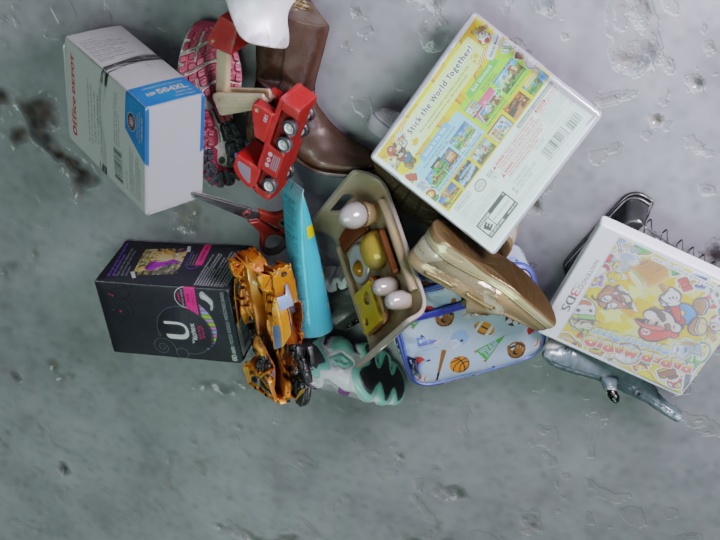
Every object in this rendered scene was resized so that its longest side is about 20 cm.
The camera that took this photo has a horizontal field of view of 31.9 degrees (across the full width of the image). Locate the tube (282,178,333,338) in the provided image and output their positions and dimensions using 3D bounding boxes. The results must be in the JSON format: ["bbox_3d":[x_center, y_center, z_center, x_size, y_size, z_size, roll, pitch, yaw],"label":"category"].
[{"bbox_3d":[-0.072,-0.016,1.580,0.077,0.050,0.203,32,135,57],"label":"tube"}]

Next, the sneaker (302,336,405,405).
[{"bbox_3d":[-0.045,0.140,1.739,0.198,0.079,0.140,28,151,-20],"label":"sneaker"}]

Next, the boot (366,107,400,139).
[{"bbox_3d":[0.111,-0.170,1.470,0.198,0.074,0.097,23,113,2],"label":"boot"}]

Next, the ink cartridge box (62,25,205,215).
[{"bbox_3d":[-0.273,-0.185,1.514,0.200,0.084,0.148,42,139,37],"label":"ink cartridge box"}]

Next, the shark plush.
[{"bbox_3d":[0.314,0.139,1.596,0.200,0.084,0.091,43,126,-12],"label":"shark plush"}]

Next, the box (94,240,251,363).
[{"bbox_3d":[-0.241,0.041,1.708,0.197,0.106,0.124,3,124,18],"label":"box"}]

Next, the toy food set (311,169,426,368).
[{"bbox_3d":[0.000,0.000,1.520,0.060,0.202,0.144,-5,156,-31],"label":"toy food set"}]

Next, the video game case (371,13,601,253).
[{"bbox_3d":[0.139,-0.152,1.413,0.181,0.023,0.201,37,109,1],"label":"video game case"}]

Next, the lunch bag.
[{"bbox_3d":[0.126,0.054,1.570,0.197,0.076,0.162,-15,124,-1],"label":"lunch bag"}]

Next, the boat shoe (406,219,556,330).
[{"bbox_3d":[0.144,0.017,1.483,0.199,0.072,0.065,35,116,-17],"label":"boat shoe"}]

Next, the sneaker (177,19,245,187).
[{"bbox_3d":[-0.190,-0.205,1.541,0.080,0.075,0.203,-10,115,-20],"label":"sneaker"}]

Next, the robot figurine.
[{"bbox_3d":[-0.116,0.079,1.601,0.144,0.058,0.203,22,124,54],"label":"robot figurine"}]

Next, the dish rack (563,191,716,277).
[{"bbox_3d":[0.358,0.017,1.517,0.199,0.055,0.154,33,129,-8],"label":"dish rack"}]

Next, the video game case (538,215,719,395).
[{"bbox_3d":[0.335,0.046,1.496,0.198,0.023,0.183,24,129,-2],"label":"video game case"}]

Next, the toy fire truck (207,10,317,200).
[{"bbox_3d":[-0.125,-0.194,1.477,0.140,0.049,0.201,34,133,10],"label":"toy fire truck"}]

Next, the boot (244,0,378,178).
[{"bbox_3d":[-0.049,-0.220,1.489,0.184,0.064,0.202,16,125,7],"label":"boot"}]

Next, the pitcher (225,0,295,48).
[{"bbox_3d":[-0.092,-0.372,1.367,0.172,0.120,0.201,51,125,24],"label":"pitcher"}]

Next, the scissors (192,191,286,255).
[{"bbox_3d":[-0.131,-0.074,1.573,0.073,0.014,0.200,-35,144,10],"label":"scissors"}]

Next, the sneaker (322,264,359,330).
[{"bbox_3d":[-0.005,0.033,1.649,0.197,0.067,0.091,-6,125,28],"label":"sneaker"}]

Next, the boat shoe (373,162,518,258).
[{"bbox_3d":[0.105,-0.091,1.522,0.199,0.065,0.072,35,133,-2],"label":"boat shoe"}]
